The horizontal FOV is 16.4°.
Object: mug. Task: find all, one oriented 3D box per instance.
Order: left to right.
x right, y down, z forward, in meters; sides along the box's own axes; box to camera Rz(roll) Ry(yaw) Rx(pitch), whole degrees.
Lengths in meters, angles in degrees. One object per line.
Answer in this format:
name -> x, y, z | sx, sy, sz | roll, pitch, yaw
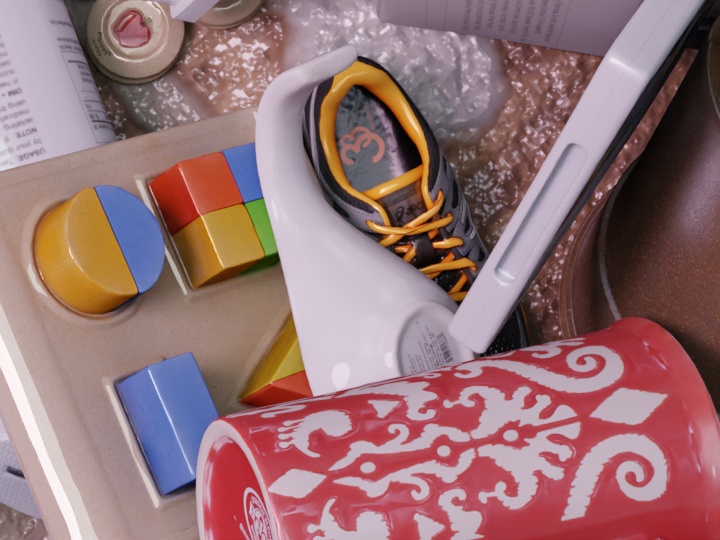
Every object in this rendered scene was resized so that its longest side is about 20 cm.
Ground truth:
mug -> 0.048, 0.101, 1.050 | 0.199, 0.177, 0.134 | -8, 98, -21

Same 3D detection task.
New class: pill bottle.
pill bottle -> -0.178, -0.066, 1.194 | 0.113, 0.113, 0.201 | -21, 84, -3

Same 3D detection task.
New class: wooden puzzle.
wooden puzzle -> -0.075, 0.024, 1.129 | 0.199, 0.046, 0.186 | -19, 83, -38

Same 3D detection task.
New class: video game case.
video game case -> 0.115, -0.081, 1.070 | 0.023, 0.182, 0.200 | 33, 47, 5

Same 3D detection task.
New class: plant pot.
plant pot -> 0.205, -0.026, 1.122 | 0.199, 0.199, 0.201 | 4, 57, -6

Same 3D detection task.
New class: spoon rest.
spoon rest -> 0.000, 0.000, 1.146 | 0.099, 0.060, 0.201 | -26, 101, -42

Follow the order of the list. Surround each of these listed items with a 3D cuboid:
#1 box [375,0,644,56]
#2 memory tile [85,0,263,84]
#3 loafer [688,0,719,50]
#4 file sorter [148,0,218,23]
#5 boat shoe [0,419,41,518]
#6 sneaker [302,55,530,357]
box -> 0.087, -0.221, 1.174 | 0.130, 0.200, 0.200 | 10, 83, 1
memory tile -> -0.110, -0.210, 1.261 | 0.153, 0.017, 0.200 | -32, 85, -5
loafer -> 0.236, -0.106, 1.231 | 0.199, 0.072, 0.063 | 5, 88, -4
file sorter -> -0.086, -0.223, 1.125 | 0.124, 0.200, 0.139 | 5, 67, -33
boat shoe -> -0.087, 0.102, 1.201 | 0.199, 0.072, 0.062 | 24, 41, -9
sneaker -> 0.023, -0.015, 1.211 | 0.078, 0.077, 0.201 | -28, 86, -6
